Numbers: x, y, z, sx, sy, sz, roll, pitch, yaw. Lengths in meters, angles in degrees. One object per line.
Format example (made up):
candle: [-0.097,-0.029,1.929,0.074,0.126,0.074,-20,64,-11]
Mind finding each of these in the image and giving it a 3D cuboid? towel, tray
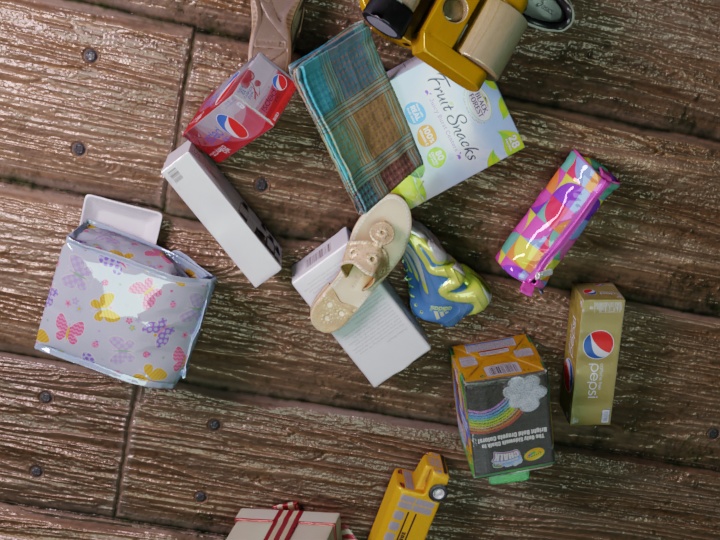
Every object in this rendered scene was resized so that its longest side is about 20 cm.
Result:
towel: [0.002,-0.189,1.277,0.022,0.147,0.201,-6,118,45]
tray: [-0.346,-0.003,1.442,0.106,0.022,0.202,14,109,-10]

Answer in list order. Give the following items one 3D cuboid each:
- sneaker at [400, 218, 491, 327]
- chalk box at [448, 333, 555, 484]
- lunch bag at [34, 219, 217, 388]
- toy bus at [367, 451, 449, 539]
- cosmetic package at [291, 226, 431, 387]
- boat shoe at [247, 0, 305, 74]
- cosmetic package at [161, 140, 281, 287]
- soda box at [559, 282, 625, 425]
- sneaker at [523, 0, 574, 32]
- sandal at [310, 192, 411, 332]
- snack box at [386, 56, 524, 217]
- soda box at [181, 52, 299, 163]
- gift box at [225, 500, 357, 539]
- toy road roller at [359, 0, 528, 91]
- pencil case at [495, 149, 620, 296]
sneaker: [0.088,0.010,1.449,0.200,0.076,0.105,40,104,-17]
chalk box: [0.206,0.215,1.510,0.123,0.124,0.202,-8,112,-2]
lunch bag: [-0.307,0.050,1.388,0.198,0.127,0.171,20,106,-1]
toy bus: [0.071,0.373,1.591,0.078,0.065,0.202,16,109,-8]
cosmetic package: [0.001,0.052,1.460,0.101,0.071,0.201,-34,109,8]
boat shoe: [-0.103,-0.325,1.314,0.071,0.072,0.202,6,89,-2]
cosmetic package: [-0.182,-0.079,1.394,0.050,0.083,0.201,-35,110,7]
soda box: [0.335,0.121,1.512,0.063,0.068,0.202,1,111,-4]
sneaker: [0.188,-0.364,1.309,0.198,0.088,0.076,24,109,-11]
sandal: [0.005,0.003,1.367,0.077,0.070,0.213,30,105,-14]
snack box: [0.091,-0.194,1.376,0.199,0.068,0.170,-29,109,5]
soda box: [-0.152,-0.197,1.288,0.063,0.200,0.070,35,69,-18]
gift box: [-0.101,0.469,1.547,0.198,0.187,0.186,4,109,11]
toy road roller: [0.092,-0.315,1.281,0.199,0.146,0.124,30,89,-12]
pencil case: [0.270,-0.065,1.430,0.088,0.089,0.201,28,105,-14]
